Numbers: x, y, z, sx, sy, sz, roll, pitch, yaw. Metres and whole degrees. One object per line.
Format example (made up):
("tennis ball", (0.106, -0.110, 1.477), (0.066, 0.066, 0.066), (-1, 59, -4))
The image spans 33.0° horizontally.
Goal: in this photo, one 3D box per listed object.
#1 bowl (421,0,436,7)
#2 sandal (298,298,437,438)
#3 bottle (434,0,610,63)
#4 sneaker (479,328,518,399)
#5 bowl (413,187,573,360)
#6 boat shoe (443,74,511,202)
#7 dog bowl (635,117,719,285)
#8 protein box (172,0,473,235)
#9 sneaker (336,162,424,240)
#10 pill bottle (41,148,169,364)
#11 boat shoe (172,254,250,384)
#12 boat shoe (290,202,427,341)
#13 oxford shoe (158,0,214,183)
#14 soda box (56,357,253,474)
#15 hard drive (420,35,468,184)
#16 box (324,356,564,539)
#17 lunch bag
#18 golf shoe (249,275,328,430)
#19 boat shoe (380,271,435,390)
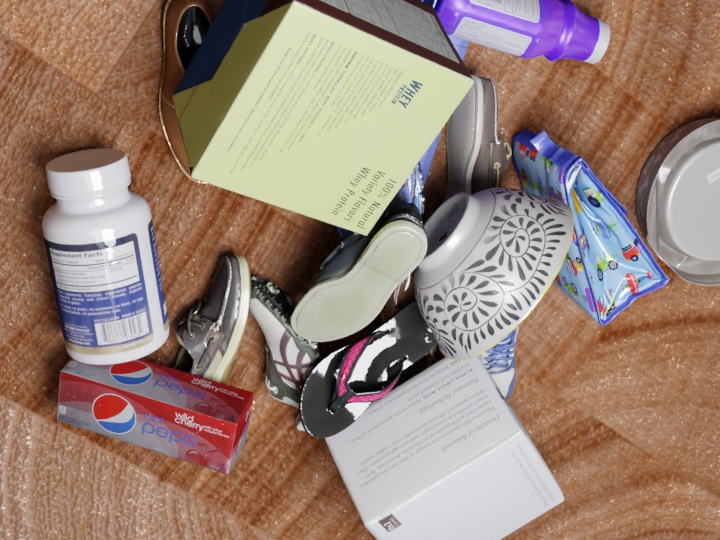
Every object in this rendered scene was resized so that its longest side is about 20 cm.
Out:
("bowl", (-0.018, -0.303, 1.221), (0.198, 0.039, 0.203), (-1, 106, -3))
("sandal", (0.013, 0.102, 1.307), (0.199, 0.045, 0.075), (-40, 102, -7))
("bottle", (0.167, -0.267, 1.279), (0.198, 0.084, 0.065), (12, 138, -19))
("sneaker", (0.145, 0.077, 1.393), (0.075, 0.088, 0.202), (-19, 116, -10))
("bowl", (0.115, -0.017, 1.241), (0.094, 0.201, 0.201), (37, 97, -19))
("boat shoe", (0.131, -0.118, 1.331), (0.059, 0.072, 0.202), (-6, 114, -19))
("dog bowl", (0.413, -0.086, 1.423), (0.198, 0.059, 0.203), (-5, 110, -14))
("protein box", (-0.040, -0.172, 1.147), (0.198, 0.136, 0.199), (17, 124, -31))
("sneaker", (0.016, -0.048, 1.301), (0.078, 0.076, 0.202), (11, 123, -14))
("pill bottle", (-0.263, -0.016, 1.239), (0.110, 0.111, 0.202), (-10, 111, -11))
("boat shoe", (-0.169, 0.076, 1.317), (0.064, 0.073, 0.202), (10, 106, -23))
("boat shoe", (-0.002, -0.001, 1.254), (0.074, 0.067, 0.200), (27, 130, -17))
("oxford shoe", (-0.169, -0.179, 1.228), (0.070, 0.071, 0.202), (-10, 113, -13))
("soda box", (-0.218, 0.144, 1.288), (0.198, 0.064, 0.071), (16, 119, 5))
("hard drive", (0.029, -0.178, 1.305), (0.130, 0.025, 0.202), (12, 106, -19))
("box", (0.096, 0.222, 1.363), (0.199, 0.131, 0.199), (-31, 141, 3))
("lunch bag", (0.230, -0.065, 1.331), (0.094, 0.151, 0.201), (-33, 114, -2))
("golf shoe", (-0.080, 0.099, 1.351), (0.088, 0.077, 0.201), (-32, 113, 8))
("boat shoe", (0.059, 0.072, 1.377), (0.075, 0.072, 0.202), (1, 109, -15))
